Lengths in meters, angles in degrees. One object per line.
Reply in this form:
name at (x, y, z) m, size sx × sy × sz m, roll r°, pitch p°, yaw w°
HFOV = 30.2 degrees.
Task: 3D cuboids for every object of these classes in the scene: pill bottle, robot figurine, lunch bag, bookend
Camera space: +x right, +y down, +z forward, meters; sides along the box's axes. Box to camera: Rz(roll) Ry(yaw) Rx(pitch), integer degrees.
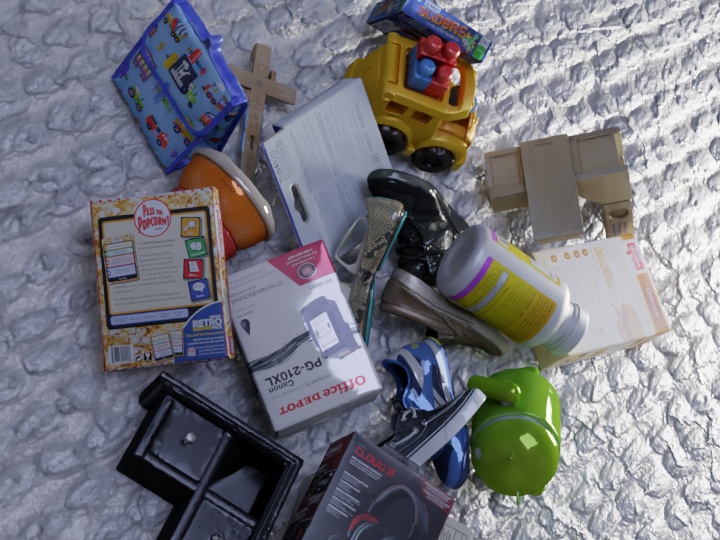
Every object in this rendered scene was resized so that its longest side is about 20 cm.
pill bottle at (0.204, 0.032, 1.758) m, size 0.199 × 0.104 × 0.105 m, roll 34°, pitch 57°, yaw -17°
robot figurine at (0.201, 0.207, 1.718) m, size 0.201 × 0.114 × 0.177 m, roll -78°, pitch 155°, yaw -57°
lunch bag at (-0.209, -0.237, 1.656) m, size 0.094 × 0.200 × 0.151 m, roll -26°, pitch 83°, yaw -34°
bookend at (-0.199, 0.258, 1.519) m, size 0.199 × 0.092 × 0.200 m, roll 34°, pitch 57°, yaw -11°

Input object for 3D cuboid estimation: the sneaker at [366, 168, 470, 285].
sneaker at (0.072, -0.052, 1.781) m, size 0.199 × 0.076 × 0.115 m, roll 42°, pitch 57°, yaw -43°

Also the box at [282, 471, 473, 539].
box at (0.015, 0.335, 1.594) m, size 0.199 × 0.109 × 0.129 m, roll 30°, pitch 60°, yaw -14°

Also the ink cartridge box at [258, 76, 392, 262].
ink cartridge box at (-0.043, -0.122, 1.748) m, size 0.200 × 0.040 × 0.201 m, roll -37°, pitch 117°, yaw -37°

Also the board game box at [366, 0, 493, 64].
board game box at (0.093, -0.335, 1.872) m, size 0.135 × 0.200 × 0.035 m, roll 30°, pitch 89°, yaw -15°

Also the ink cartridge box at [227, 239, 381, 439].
ink cartridge box at (-0.076, 0.086, 1.637) m, size 0.143 × 0.084 × 0.202 m, roll -21°, pitch 80°, yaw -8°

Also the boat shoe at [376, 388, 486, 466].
boat shoe at (0.065, 0.202, 1.651) m, size 0.068 × 0.200 × 0.072 m, roll 50°, pitch 13°, yaw 4°

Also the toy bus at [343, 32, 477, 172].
toy bus at (0.096, -0.244, 1.834) m, size 0.198 × 0.192 × 0.137 m, roll 18°, pitch 60°, yaw -23°

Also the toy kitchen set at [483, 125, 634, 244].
toy kitchen set at (0.297, -0.078, 1.938) m, size 0.198 × 0.181 × 0.165 m, roll -10°, pitch 58°, yaw 10°

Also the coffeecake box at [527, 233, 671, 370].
coffeecake box at (0.328, 0.043, 1.911) m, size 0.198 × 0.073 × 0.155 m, roll -10°, pitch 75°, yaw -31°

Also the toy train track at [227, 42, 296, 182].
toy train track at (-0.147, -0.206, 1.784) m, size 0.114 × 0.032 × 0.202 m, roll 17°, pitch 68°, yaw -30°

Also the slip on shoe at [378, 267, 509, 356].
slip on shoe at (0.111, 0.071, 1.780) m, size 0.199 × 0.076 × 0.061 m, roll 34°, pitch 82°, yaw -27°

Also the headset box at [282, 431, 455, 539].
headset box at (0.005, 0.291, 1.495) m, size 0.148 × 0.075 × 0.201 m, roll 35°, pitch 59°, yaw -11°

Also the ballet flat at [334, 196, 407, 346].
ballet flat at (0.000, 0.000, 1.727) m, size 0.075 × 0.068 × 0.202 m, roll 16°, pitch 98°, yaw 1°

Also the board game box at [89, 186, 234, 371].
board game box at (-0.232, 0.011, 1.562) m, size 0.150 × 0.046 × 0.202 m, roll -5°, pitch 86°, yaw 3°

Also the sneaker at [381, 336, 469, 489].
sneaker at (0.084, 0.188, 1.720) m, size 0.081 × 0.074 × 0.202 m, roll -8°, pitch 69°, yaw -25°

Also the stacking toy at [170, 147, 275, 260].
stacking toy at (-0.216, -0.040, 1.635) m, size 0.200 × 0.146 × 0.146 m, roll -43°, pitch 93°, yaw -17°
